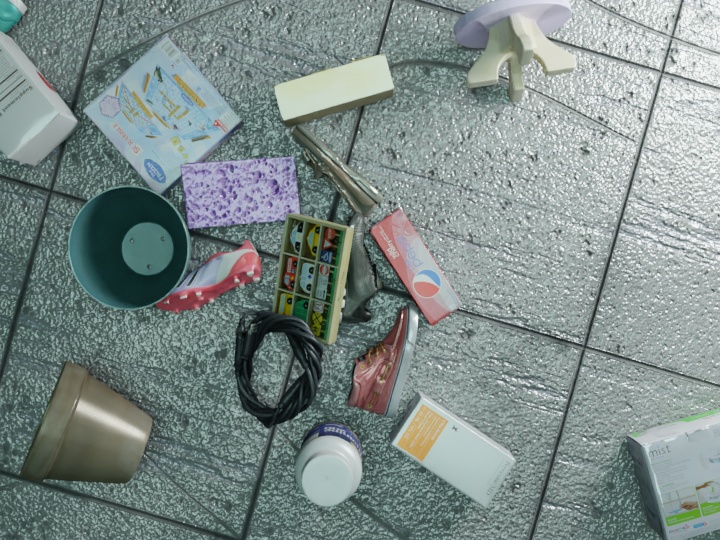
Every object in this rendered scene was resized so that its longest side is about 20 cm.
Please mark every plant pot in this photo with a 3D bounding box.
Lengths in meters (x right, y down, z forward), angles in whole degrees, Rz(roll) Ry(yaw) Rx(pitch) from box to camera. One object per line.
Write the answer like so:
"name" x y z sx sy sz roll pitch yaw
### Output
"plant pot" -0.455 0.278 1.467 0.172 0.200 0.202 24 91 -17
"plant pot" -0.376 -0.037 1.474 0.198 0.135 0.203 0 91 1

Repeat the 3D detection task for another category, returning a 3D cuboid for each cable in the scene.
"cable" -0.142 0.172 1.488 0.161 0.051 0.203 7 97 17

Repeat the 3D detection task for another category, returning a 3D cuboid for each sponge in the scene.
"sponge" -0.208 -0.136 1.507 0.198 0.030 0.113 -5 100 -8

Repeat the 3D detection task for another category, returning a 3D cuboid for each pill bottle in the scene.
"pill bottle" -0.052 0.324 1.445 0.110 0.200 0.112 0 91 0

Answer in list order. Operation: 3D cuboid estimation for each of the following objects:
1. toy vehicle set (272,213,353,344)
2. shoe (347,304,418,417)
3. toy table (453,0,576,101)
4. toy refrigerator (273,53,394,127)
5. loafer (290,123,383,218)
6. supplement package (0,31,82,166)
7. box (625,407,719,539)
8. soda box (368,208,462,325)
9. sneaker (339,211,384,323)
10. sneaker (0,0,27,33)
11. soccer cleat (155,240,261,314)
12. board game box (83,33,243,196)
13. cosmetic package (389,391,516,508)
"toy vehicle set" -0.085 0.013 1.488 0.123 0.026 0.202 14 100 27
"shoe" 0.037 0.151 1.506 0.090 0.071 0.202 13 95 -6
"toy table" 0.264 -0.377 1.456 0.198 0.184 0.118 -12 75 12
"toy refrigerator" -0.046 -0.313 1.499 0.198 0.076 0.071 -16 91 1
"loafer" -0.051 -0.169 1.507 0.200 0.072 0.063 41 98 -3
"supplement package" -0.597 -0.296 1.478 0.120 0.121 0.200 -40 91 0
"box" 0.586 0.348 1.495 0.198 0.097 0.178 -17 90 1
"soda box" 0.095 -0.006 1.509 0.070 0.063 0.201 -33 91 1
"sneaker" 0.000 0.000 1.509 0.089 0.066 0.202 8 97 -5
"sneaker" -0.693 -0.462 1.500 0.199 0.084 0.122 31 81 -1
"soccer cleat" -0.267 0.013 1.519 0.198 0.067 0.077 -21 60 6
"board game box" -0.343 -0.269 1.517 0.199 0.041 0.200 -41 91 1
"cosmetic package" 0.158 0.310 1.509 0.199 0.071 0.102 33 91 -1
